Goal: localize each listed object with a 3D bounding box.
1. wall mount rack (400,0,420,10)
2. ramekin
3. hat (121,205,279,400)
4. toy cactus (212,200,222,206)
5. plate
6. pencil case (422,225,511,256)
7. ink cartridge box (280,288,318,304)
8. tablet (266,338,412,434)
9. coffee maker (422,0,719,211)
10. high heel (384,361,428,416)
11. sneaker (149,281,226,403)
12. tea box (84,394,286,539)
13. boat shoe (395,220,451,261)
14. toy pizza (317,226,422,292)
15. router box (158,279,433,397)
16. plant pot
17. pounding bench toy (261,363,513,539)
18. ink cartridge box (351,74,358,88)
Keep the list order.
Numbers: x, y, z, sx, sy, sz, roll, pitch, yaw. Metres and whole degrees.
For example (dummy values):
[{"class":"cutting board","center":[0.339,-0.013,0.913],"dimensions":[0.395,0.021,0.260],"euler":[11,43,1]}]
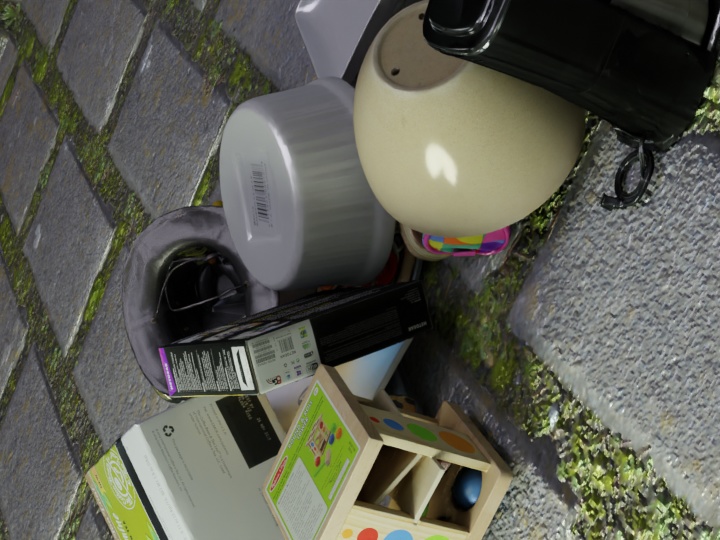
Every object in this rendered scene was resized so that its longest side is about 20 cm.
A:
[{"class":"wall mount rack","center":[0.045,-0.259,1.544],"dimensions":[0.201,0.074,0.174],"euler":[-57,32,31]},{"class":"ramekin","center":[-0.056,-0.076,1.433],"dimensions":[0.200,0.097,0.202],"euler":[35,131,53]},{"class":"hat","center":[-0.150,0.036,1.554],"dimensions":[0.199,0.081,0.203],"euler":[-3,82,22]},{"class":"toy cactus","center":[-0.111,-0.120,1.739],"dimensions":[0.165,0.102,0.201],"euler":[-151,83,-79]},{"class":"plate","center":[0.003,-0.296,1.541],"dimensions":[0.201,0.032,0.200],"euler":[-60,28,26]},{"class":"pencil case","center":[0.088,-0.107,1.368],"dimensions":[0.088,0.088,0.201],"euler":[-42,39,45]},{"class":"ink cartridge box","center":[-0.135,0.064,1.689],"dimensions":[0.199,0.087,0.147],"euler":[-2,73,59]},{"class":"tablet","center":[-0.035,0.105,1.447],"dimensions":[0.199,0.014,0.131],"euler":[-11,41,52]},{"class":"coffee maker","center":[0.158,-0.171,1.146],"dimensions":[0.134,0.199,0.194],"euler":[-19,58,58]},{"class":"high heel","center":[-0.014,0.179,1.408],"dimensions":[0.201,0.071,0.143],"euler":[-53,26,18]},{"class":"sneaker","center":[-0.178,0.042,1.624],"dimensions":[0.088,0.077,0.202],"euler":[1,79,43]},{"class":"tea box","center":[-0.141,0.231,1.431],"dimensions":[0.201,0.133,0.197],"euler":[62,150,9]},{"class":"boat shoe","center":[0.055,-0.076,1.435],"dimensions":[0.201,0.073,0.063],"euler":[-93,26,-44]},{"class":"toy pizza","center":[0.000,0.000,1.530],"dimensions":[0.200,0.032,0.202],"euler":[-39,43,48]},{"class":"router box","center":[-0.057,0.060,1.353],"dimensions":[0.149,0.199,0.052],"euler":[-7,99,53]},{"class":"plant pot","center":[0.075,-0.147,1.260],"dimensions":[0.199,0.135,0.202],"euler":[-10,59,18]},{"class":"pounding bench toy","center":[0.011,0.209,1.255],"dimensions":[0.201,0.155,0.124],"euler":[-64,28,14]},{"class":"ink cartridge box","center":[-0.042,-0.107,1.599],"dimensions":[0.160,0.047,0.201],"euler":[-99,27,-59]}]
